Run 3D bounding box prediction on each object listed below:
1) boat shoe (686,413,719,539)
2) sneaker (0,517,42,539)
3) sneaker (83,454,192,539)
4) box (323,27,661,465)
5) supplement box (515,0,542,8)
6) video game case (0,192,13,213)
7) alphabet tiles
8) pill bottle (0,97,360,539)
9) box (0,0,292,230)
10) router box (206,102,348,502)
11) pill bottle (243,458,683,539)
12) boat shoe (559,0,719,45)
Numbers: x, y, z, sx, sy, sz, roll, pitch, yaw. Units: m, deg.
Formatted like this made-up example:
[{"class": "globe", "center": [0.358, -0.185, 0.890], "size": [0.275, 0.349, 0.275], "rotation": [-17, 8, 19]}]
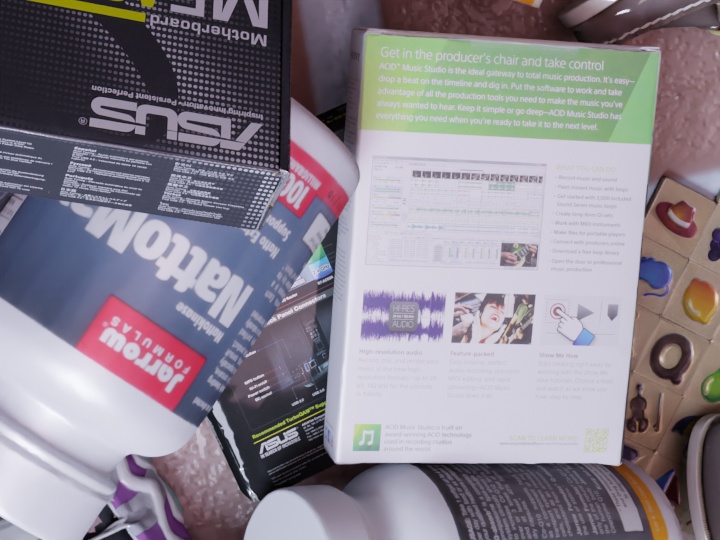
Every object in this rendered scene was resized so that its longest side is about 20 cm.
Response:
[{"class": "boat shoe", "center": [0.227, 0.167, 0.870], "size": [0.072, 0.059, 0.201], "rotation": [-9, 80, -34]}, {"class": "sneaker", "center": [-0.194, 0.160, 0.781], "size": [0.200, 0.089, 0.074], "rotation": [-25, 119, 36]}, {"class": "sneaker", "center": [-0.098, 0.161, 0.787], "size": [0.078, 0.140, 0.200], "rotation": [-38, 107, -3]}, {"class": "box", "center": [0.060, -0.009, 0.784], "size": [0.144, 0.036, 0.201], "rotation": [2, 101, -14]}, {"class": "supplement box", "center": [0.061, -0.233, 0.746], "size": [0.125, 0.074, 0.201], "rotation": [15, 123, -15]}, {"class": "video game case", "center": [-0.181, 0.003, 0.720], "size": [0.023, 0.200, 0.183], "rotation": [34, 92, 16]}, {"class": "alphabet tiles", "center": [0.202, 0.044, 0.907], "size": [0.166, 0.006, 0.201], "rotation": [25, 94, -16]}, {"class": "pill bottle", "center": [-0.100, 0.008, 0.702], "size": [0.119, 0.120, 0.200], "rotation": [35, 83, -17]}, {"class": "box", "center": [-0.124, -0.107, 0.617], "size": [0.199, 0.044, 0.161], "rotation": [9, 59, -15]}, {"class": "router box", "center": [0.000, 0.000, 0.821], "size": [0.199, 0.062, 0.150], "rotation": [-25, 105, -8]}, {"class": "pill bottle", "center": [0.050, 0.148, 0.810], "size": [0.199, 0.116, 0.117], "rotation": [3, 100, -31]}, {"class": "boat shoe", "center": [0.194, -0.151, 0.831], "size": [0.199, 0.072, 0.060], "rotation": [-29, 102, -11]}]
